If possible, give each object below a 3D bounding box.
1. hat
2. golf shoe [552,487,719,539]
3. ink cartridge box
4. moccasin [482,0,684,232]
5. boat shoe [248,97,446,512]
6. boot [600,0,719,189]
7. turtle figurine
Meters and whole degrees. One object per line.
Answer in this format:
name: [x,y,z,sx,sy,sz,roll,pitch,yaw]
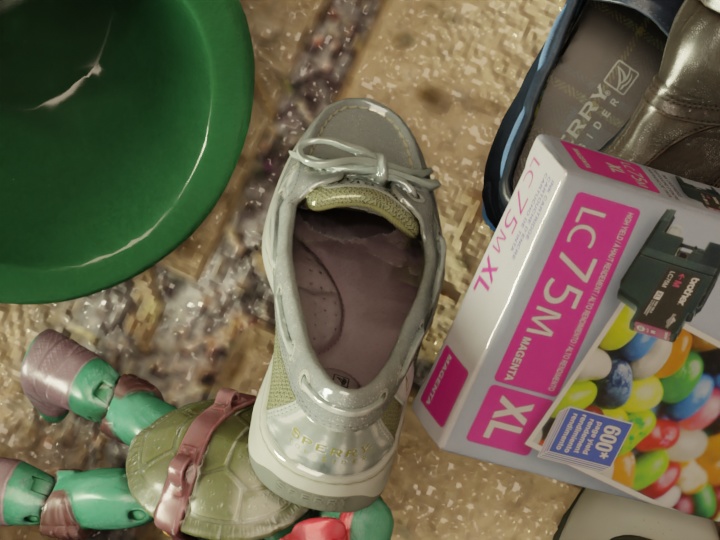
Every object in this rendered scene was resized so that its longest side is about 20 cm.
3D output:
hat: [-0.142,-0.114,1.219,0.165,0.176,0.201,1,117,-19]
golf shoe: [0.109,0.136,1.116,0.077,0.088,0.201,15,45,-3]
ink cartridge box: [0.133,0.032,1.125,0.199,0.042,0.120,15,110,-26]
moccasin: [0.117,-0.095,1.178,0.080,0.068,0.201,26,88,4]
boat shoe: [-0.002,0.000,1.132,0.074,0.065,0.203,16,43,-4]
boot: [0.158,-0.031,1.165,0.199,0.069,0.175,17,112,-30]
turtle figurine: [-0.054,0.091,1.143,0.199,0.150,0.101,18,129,22]
